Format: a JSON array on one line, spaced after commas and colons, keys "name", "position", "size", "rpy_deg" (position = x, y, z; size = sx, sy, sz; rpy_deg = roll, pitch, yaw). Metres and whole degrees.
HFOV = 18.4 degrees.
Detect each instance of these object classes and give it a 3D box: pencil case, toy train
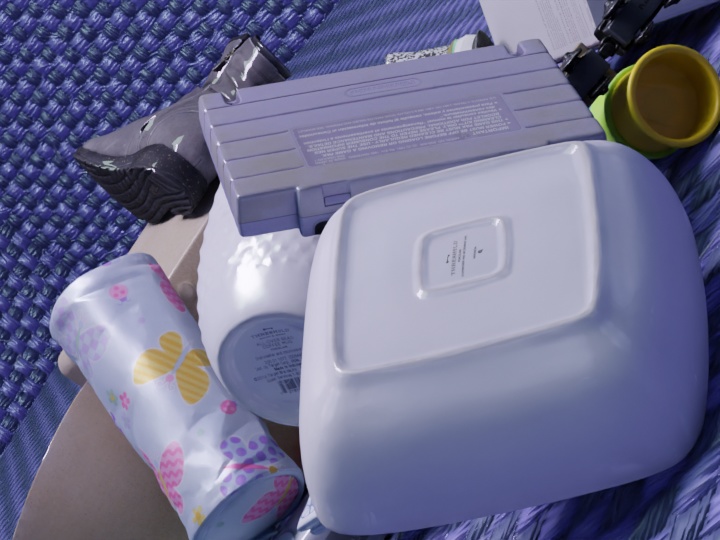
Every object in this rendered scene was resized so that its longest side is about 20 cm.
[{"name": "pencil case", "position": [-0.118, 0.084, 1.402], "size": [0.083, 0.200, 0.091], "rpy_deg": [-26, -29, -24]}, {"name": "toy train", "position": [0.115, -0.098, 1.279], "size": [0.200, 0.034, 0.046], "rpy_deg": [-51, 2, -5]}]

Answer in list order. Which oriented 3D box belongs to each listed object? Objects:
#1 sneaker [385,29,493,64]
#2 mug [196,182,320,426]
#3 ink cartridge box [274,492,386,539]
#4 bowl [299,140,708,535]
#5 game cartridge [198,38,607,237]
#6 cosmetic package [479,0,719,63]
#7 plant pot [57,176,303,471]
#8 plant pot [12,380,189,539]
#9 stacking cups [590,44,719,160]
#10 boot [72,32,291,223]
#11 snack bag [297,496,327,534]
[{"name": "sneaker", "position": [0.055, -0.107, 1.620], "size": [0.200, 0.088, 0.077], "rpy_deg": [82, -163, -56]}, {"name": "mug", "position": [0.000, 0.000, 1.315], "size": [0.176, 0.198, 0.148], "rpy_deg": [-74, -22, -48]}, {"name": "ink cartridge box", "position": [-0.047, 0.183, 1.422], "size": [0.161, 0.047, 0.200], "rpy_deg": [-55, 11, -6]}, {"name": "bowl", "position": [0.059, 0.017, 1.047], "size": [0.198, 0.075, 0.201], "rpy_deg": [-13, 39, 15]}, {"name": "game cartridge", "position": [0.021, -0.070, 1.190], "size": [0.130, 0.199, 0.039], "rpy_deg": [-112, 14, -54]}, {"name": "cosmetic package", "position": [0.159, -0.194, 1.495], "size": [0.107, 0.085, 0.200], "rpy_deg": [-21, 2, -12]}, {"name": "plant pot", "position": [-0.071, 0.023, 1.568], "size": [0.200, 0.199, 0.177], "rpy_deg": [-58, 4, -21]}, {"name": "plant pot", "position": [-0.142, 0.180, 1.500], "size": [0.200, 0.134, 0.202], "rpy_deg": [20, -90, -84]}, {"name": "stacking cups", "position": [0.156, -0.089, 1.356], "size": [0.061, 0.060, 0.200], "rpy_deg": [-56, 8, -13]}, {"name": "boot", "position": [-0.121, -0.103, 1.575], "size": [0.132, 0.070, 0.200], "rpy_deg": [-53, 26, -14]}, {"name": "snack bag", "position": [0.058, 0.057, 1.295], "size": [0.199, 0.021, 0.189], "rpy_deg": [-29, 24, 36]}]
